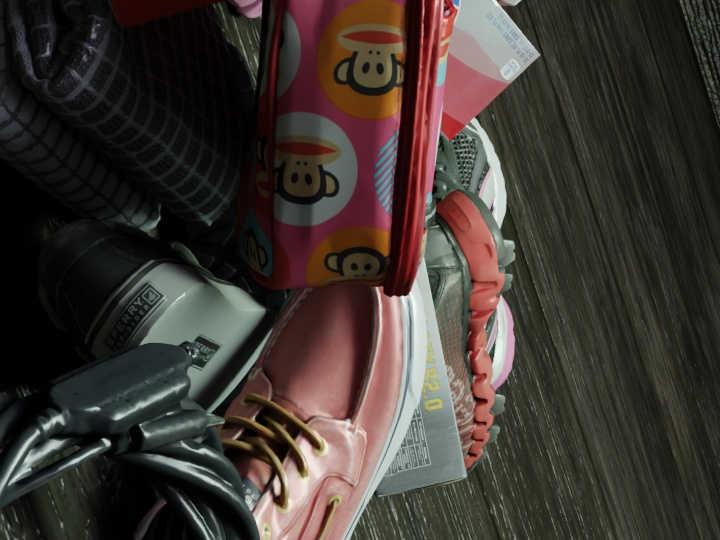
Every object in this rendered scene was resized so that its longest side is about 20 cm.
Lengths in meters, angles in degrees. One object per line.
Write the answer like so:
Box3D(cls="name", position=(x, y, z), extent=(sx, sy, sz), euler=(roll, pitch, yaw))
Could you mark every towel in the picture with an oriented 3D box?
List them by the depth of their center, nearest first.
Box3D(cls="towel", position=(-0.117, -0.130, 0.982), extent=(0.166, 0.085, 0.200), euler=(39, 38, -64))

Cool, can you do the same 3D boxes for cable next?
Box3D(cls="cable", position=(-0.106, 0.119, 0.834), extent=(0.200, 0.051, 0.164), euler=(-29, 120, -57))

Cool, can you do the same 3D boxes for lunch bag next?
Box3D(cls="lunch bag", position=(-0.008, -0.095, 0.945), extent=(0.200, 0.082, 0.177), euler=(-97, -170, -71))

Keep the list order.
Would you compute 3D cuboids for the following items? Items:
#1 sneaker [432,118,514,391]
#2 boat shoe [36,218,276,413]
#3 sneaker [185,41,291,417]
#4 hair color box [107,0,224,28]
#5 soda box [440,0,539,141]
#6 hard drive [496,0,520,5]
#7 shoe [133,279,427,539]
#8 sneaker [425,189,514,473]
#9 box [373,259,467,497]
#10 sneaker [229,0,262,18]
Box3D(cls="sneaker", position=(0.049, -0.019, 1.430), extent=(0.086, 0.080, 0.201), euler=(5, 69, -71))
Box3D(cls="boat shoe", position=(-0.086, 0.018, 0.972), extent=(0.064, 0.071, 0.200), euler=(40, -6, 13))
Box3D(cls="sneaker", position=(-0.048, -0.012, 1.127), extent=(0.088, 0.076, 0.201), euler=(38, 39, -73))
Box3D(cls="hair color box", position=(-0.078, -0.203, 0.916), extent=(0.200, 0.064, 0.111), euler=(-84, 157, -48))
Box3D(cls="soda box", position=(-0.005, -0.155, 1.080), extent=(0.200, 0.063, 0.070), euler=(46, 0, -30))
Box3D(cls="hard drive", position=(0.026, -0.190, 1.173), extent=(0.132, 0.027, 0.200), euler=(47, 1, -8))
Box3D(cls="shoe", position=(-0.034, 0.081, 0.967), extent=(0.091, 0.071, 0.201), euler=(4, 106, -69))
Box3D(cls="sneaker", position=(0.031, 0.047, 1.326), extent=(0.071, 0.098, 0.201), euler=(53, -27, 43))
Box3D(cls="box", position=(0.000, 0.000, 1.173), extent=(0.158, 0.048, 0.201), euler=(-143, -140, -79))
Box3D(cls="sneaker", position=(-0.057, -0.197, 1.221), extent=(0.200, 0.095, 0.079), euler=(20, 58, -68))
